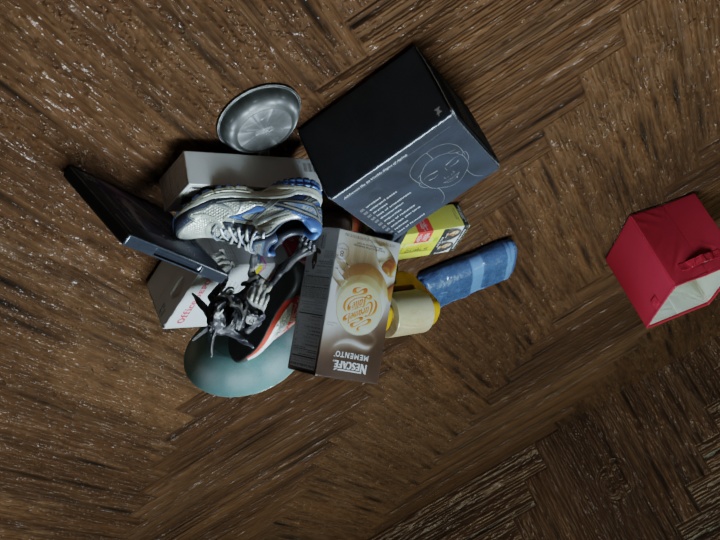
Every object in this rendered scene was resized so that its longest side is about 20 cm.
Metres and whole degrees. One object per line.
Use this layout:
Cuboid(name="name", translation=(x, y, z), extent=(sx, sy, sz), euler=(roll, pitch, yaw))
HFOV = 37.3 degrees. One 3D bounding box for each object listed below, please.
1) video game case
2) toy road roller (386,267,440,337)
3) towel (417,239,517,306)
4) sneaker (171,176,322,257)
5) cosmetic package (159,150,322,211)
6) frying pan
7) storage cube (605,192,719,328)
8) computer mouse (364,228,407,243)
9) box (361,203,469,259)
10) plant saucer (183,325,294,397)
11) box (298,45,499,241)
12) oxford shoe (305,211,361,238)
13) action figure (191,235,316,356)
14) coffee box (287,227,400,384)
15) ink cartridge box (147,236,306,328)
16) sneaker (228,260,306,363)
Cuboid(name="video game case", translation=(-0.264, -0.054, 1.329), extent=(0.019, 0.143, 0.199), euler=(-51, 150, 8))
Cuboid(name="toy road roller", translation=(0.023, 0.067, 1.757), extent=(0.121, 0.200, 0.148), euler=(-5, 125, -38))
Cuboid(name="towel", translation=(0.198, 0.011, 1.989), extent=(0.197, 0.049, 0.112), euler=(-21, 152, -13))
Cuboid(name="sneaker", translation=(-0.138, -0.059, 1.346), extent=(0.197, 0.086, 0.077), euler=(-11, 159, -10))
Cuboid(name="cosmetic package", translation=(-0.155, -0.111, 1.398), extent=(0.197, 0.051, 0.082), euler=(-1, 160, -35))
Cuboid(name="frying pan", translation=(-0.140, -0.165, 1.379), extent=(0.113, 0.031, 0.191), euler=(-6, 144, -34))
Cuboid(name="storage cube", translation=(0.638, -0.019, 2.203), extent=(0.169, 0.182, 0.201), euler=(-18, 154, -17))
Cuboid(name="computer mouse", translation=(0.000, 0.000, 1.618), extent=(0.201, 0.052, 0.139), euler=(-57, -174, 2))
Cuboid(name="box", translation=(0.079, -0.059, 1.746), extent=(0.197, 0.051, 0.076), euler=(-8, 148, -32))
Cuboid(name="plant saucer", translation=(-0.183, 0.110, 1.664), extent=(0.198, 0.202, 0.039), euler=(-21, 132, -11))
Cuboid(name="box", translation=(0.056, -0.164, 1.451), extent=(0.199, 0.125, 0.196), euler=(-33, 155, 14))
Cuboid(name="oxford shoe", translation=(-0.078, -0.022, 1.666), extent=(0.072, 0.072, 0.201), euler=(16, 128, -29))
Cuboid(name="action figure", translation=(-0.155, 0.018, 1.432), extent=(0.201, 0.118, 0.102), euler=(-50, 161, -12))
Cuboid(name="coffee box", translation=(-0.022, 0.050, 1.498), extent=(0.113, 0.204, 0.079), euler=(11, 176, -35))
Cuboid(name="ink cartridge box", translation=(-0.191, 0.007, 1.570), extent=(0.198, 0.086, 0.148), euler=(1, 141, -41))
Cuboid(name="sneaker", translation=(-0.109, 0.067, 1.583), extent=(0.107, 0.068, 0.202), euler=(4, 134, -44))
